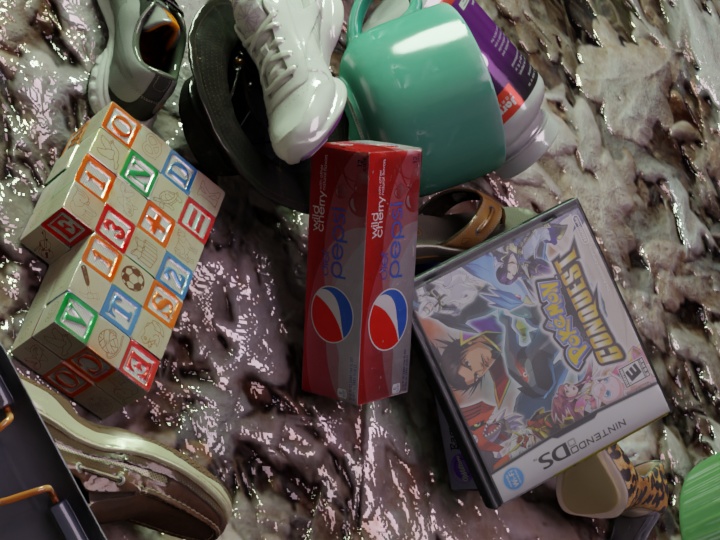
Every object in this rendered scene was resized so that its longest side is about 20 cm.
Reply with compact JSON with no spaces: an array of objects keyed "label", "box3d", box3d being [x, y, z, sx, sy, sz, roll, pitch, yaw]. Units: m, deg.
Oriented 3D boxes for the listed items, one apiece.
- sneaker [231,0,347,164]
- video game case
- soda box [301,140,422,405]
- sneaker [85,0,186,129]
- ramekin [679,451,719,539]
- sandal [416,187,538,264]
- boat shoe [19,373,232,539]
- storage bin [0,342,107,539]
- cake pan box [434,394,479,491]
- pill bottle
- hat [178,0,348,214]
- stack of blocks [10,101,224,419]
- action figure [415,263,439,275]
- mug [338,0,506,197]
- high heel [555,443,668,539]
[{"label":"sneaker","box3d":[-0.064,-0.163,1.250,0.099,0.075,0.201,31,36,-30]},{"label":"video game case","box3d":[0.143,0.068,1.341,0.179,0.025,0.202,-26,94,-14]},{"label":"soda box","box3d":[0.000,0.000,1.281,0.070,0.063,0.202,-8,104,-49]},{"label":"sneaker","box3d":[-0.169,-0.204,1.286,0.073,0.079,0.202,20,52,-36]},{"label":"ramekin","box3d":[0.406,0.262,1.601,0.199,0.097,0.202,26,50,-35]},{"label":"sandal","box3d":[0.079,-0.044,1.377,0.198,0.055,0.082,1,30,-27]},{"label":"boat shoe","box3d":[-0.181,0.145,1.070,0.201,0.075,0.075,28,50,-17]},{"label":"storage bin","box3d":[-0.236,0.135,0.943,0.134,0.146,0.201,-29,89,-13]},{"label":"cake pan box","box3d":[0.139,0.084,1.428,0.199,0.052,0.186,-13,94,-49]},{"label":"pill bottle","box3d":[0.098,-0.184,1.532,0.200,0.112,0.113,45,41,-17]},{"label":"hat","box3d":[-0.092,-0.118,1.309,0.200,0.080,0.202,36,40,-37]},{"label":"stack of blocks","box3d":[-0.183,-0.010,1.166,0.115,0.058,0.201,39,44,-24]},{"label":"action figure","box3d":[0.045,0.000,1.417,0.199,0.051,0.066,15,62,-39]},{"label":"mug","box3d":[0.039,-0.151,1.405,0.186,0.113,0.153,-119,-169,-47]},{"label":"high heel","box3d":[0.232,0.170,1.459,0.143,0.071,0.201,-58,140,-42]}]
